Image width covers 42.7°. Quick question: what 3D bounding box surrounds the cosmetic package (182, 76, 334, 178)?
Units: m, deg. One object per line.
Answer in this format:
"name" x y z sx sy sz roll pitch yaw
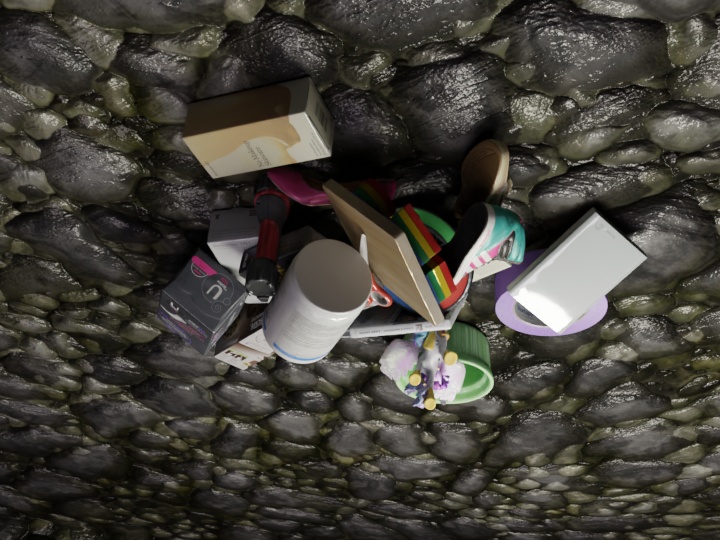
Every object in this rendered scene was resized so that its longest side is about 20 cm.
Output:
"cosmetic package" -0.148 -0.207 1.351 0.199 0.071 0.105 -9 145 21

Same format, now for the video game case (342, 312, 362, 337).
"video game case" 0.014 0.093 1.732 0.199 0.143 0.018 -5 105 24

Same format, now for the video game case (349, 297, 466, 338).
"video game case" 0.091 0.074 1.665 0.181 0.200 0.024 -7 103 17

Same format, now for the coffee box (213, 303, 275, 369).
"coffee box" -0.192 0.101 1.789 0.080 0.114 0.200 28 141 -31

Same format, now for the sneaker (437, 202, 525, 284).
"sneaker" 0.193 -0.029 1.450 0.120 0.084 0.200 4 142 -28

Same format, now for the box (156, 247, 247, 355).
"box" -0.288 0.060 1.671 0.122 0.106 0.200 39 158 -1

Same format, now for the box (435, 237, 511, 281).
"box" 0.161 -0.018 1.601 0.199 0.069 0.082 -23 137 36

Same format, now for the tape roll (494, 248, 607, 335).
"tape roll" 0.344 0.043 1.671 0.199 0.066 0.201 4 146 3

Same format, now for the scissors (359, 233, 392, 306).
"scissors" 0.000 0.000 1.457 0.073 0.014 0.200 14 150 27

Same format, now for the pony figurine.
"pony figurine" 0.129 0.167 1.700 0.166 0.200 0.194 21 114 -1

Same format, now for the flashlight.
"flashlight" -0.148 -0.056 1.464 0.067 0.201 0.068 26 140 -27

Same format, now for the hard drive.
"hard drive" 0.363 0.004 1.550 0.132 0.026 0.200 37 113 -20

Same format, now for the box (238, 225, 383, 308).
"box" -0.081 0.013 1.564 0.158 0.049 0.200 -18 140 36

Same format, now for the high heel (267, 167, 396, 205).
"high heel" -0.044 -0.141 1.465 0.199 0.067 0.096 26 114 -9

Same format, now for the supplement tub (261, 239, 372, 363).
"supplement tub" -0.072 0.053 1.454 0.131 0.133 0.200 15 149 -15

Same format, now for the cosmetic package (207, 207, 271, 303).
"cosmetic package" -0.189 -0.024 1.635 0.101 0.074 0.200 -5 147 14

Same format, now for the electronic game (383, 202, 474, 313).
"electronic game" 0.098 -0.018 1.551 0.199 0.042 0.201 13 118 26

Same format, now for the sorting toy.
"sorting toy" 0.053 -0.043 1.401 0.069 0.200 0.199 -38 133 -11

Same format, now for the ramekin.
"ramekin" 0.172 0.186 1.881 0.199 0.098 0.200 4 147 2

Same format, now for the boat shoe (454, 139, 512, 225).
"boat shoe" 0.199 -0.135 1.430 0.065 0.072 0.200 -25 150 -23
